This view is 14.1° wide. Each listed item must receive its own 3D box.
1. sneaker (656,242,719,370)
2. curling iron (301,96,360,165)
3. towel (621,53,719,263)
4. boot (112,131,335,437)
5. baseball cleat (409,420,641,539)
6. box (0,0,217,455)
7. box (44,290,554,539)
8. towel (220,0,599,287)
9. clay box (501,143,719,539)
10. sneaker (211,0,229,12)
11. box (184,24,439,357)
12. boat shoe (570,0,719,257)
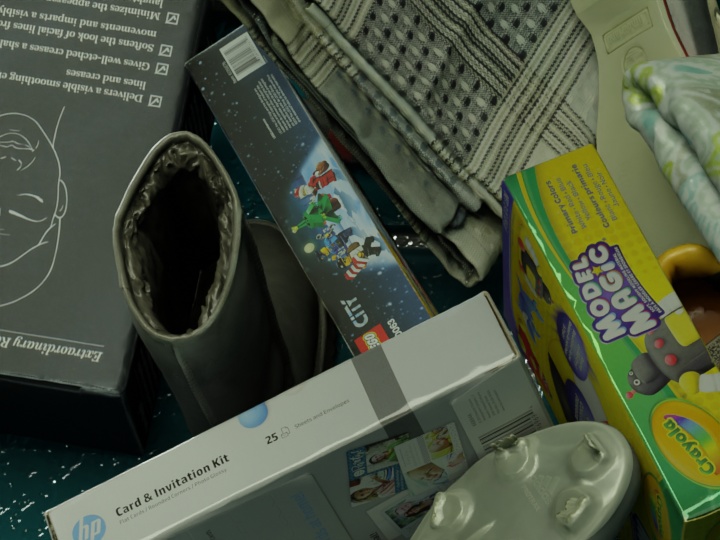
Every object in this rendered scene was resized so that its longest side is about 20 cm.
[{"bbox_3d":[0.183,0.062,1.209,0.078,0.082,0.200,-43,54,-11],"label":"sneaker"},{"bbox_3d":[-0.006,-0.074,1.402,0.199,0.026,0.050,17,101,33],"label":"curling iron"},{"bbox_3d":[0.224,-0.023,1.220,0.170,0.048,0.200,-3,45,-29],"label":"towel"},{"bbox_3d":[-0.063,0.006,1.262,0.072,0.200,0.183,-17,53,8],"label":"boot"},{"bbox_3d":[0.049,0.142,1.180,0.200,0.106,0.070,-42,47,14],"label":"baseball cleat"},{"bbox_3d":[-0.155,-0.033,1.335,0.147,0.107,0.201,10,72,5],"label":"box"},{"bbox_3d":[-0.009,0.107,1.202,0.199,0.156,0.041,-28,51,1],"label":"box"},{"bbox_3d":[0.044,-0.121,1.306,0.034,0.193,0.200,-17,31,49],"label":"towel"},{"bbox_3d":[0.118,0.061,1.197,0.047,0.115,0.201,-20,60,-9],"label":"clay box"},{"bbox_3d":[-0.074,-0.152,1.442,0.198,0.114,0.077,18,54,-14],"label":"sneaker"},{"bbox_3d":[0.000,0.000,1.282,0.038,0.137,0.200,-32,52,2],"label":"box"},{"bbox_3d":[0.141,-0.089,1.318,0.071,0.062,0.201,-26,74,44],"label":"boat shoe"}]
